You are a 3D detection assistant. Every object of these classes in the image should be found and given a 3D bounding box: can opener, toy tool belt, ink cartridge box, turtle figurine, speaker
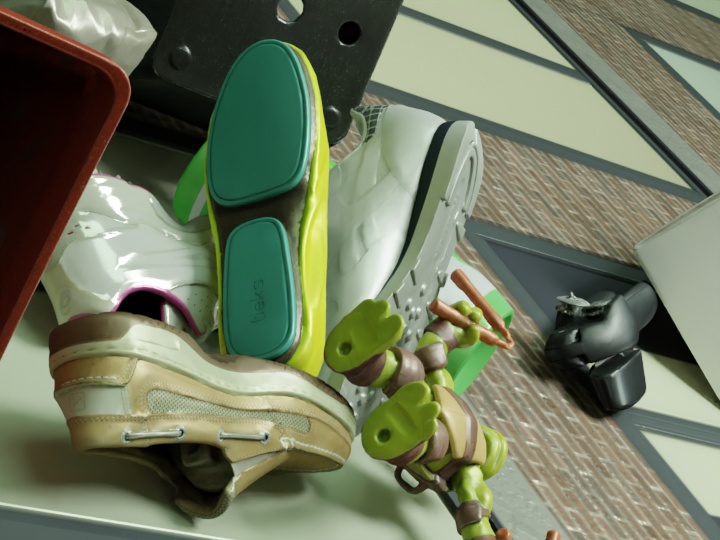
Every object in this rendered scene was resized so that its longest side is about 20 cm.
[{"bbox_3d":[0.165,0.040,1.442,0.063,0.079,0.200,-5,11,14],"label":"can opener"},{"bbox_3d":[-0.208,-0.132,1.223,0.125,0.123,0.200,25,13,-34],"label":"toy tool belt"},{"bbox_3d":[0.318,-0.005,1.557,0.147,0.145,0.200,59,25,5],"label":"ink cartridge box"},{"bbox_3d":[0.037,0.072,1.083,0.161,0.064,0.200,40,36,-57],"label":"turtle figurine"},{"bbox_3d":[-0.011,-0.006,1.237,0.200,0.089,0.088,36,21,12],"label":"speaker"}]

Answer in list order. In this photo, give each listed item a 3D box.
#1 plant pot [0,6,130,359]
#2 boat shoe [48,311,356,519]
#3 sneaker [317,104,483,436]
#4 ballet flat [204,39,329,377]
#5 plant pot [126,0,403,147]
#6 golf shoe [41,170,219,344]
[{"bbox_3d":[-0.238,-0.055,0.903,0.200,0.200,0.176,24,11,-20],"label":"plant pot"},{"bbox_3d":[-0.073,0.082,0.999,0.200,0.072,0.076,21,56,-48],"label":"boat shoe"},{"bbox_3d":[0.000,0.000,1.156,0.080,0.200,0.076,16,-24,18],"label":"sneaker"},{"bbox_3d":[-0.044,-0.023,1.111,0.067,0.067,0.200,50,34,-57],"label":"ballet flat"},{"bbox_3d":[-0.073,-0.177,1.322,0.200,0.200,0.177,20,7,-28],"label":"plant pot"},{"bbox_3d":[-0.097,0.012,1.124,0.200,0.075,0.092,14,50,-44],"label":"golf shoe"}]
